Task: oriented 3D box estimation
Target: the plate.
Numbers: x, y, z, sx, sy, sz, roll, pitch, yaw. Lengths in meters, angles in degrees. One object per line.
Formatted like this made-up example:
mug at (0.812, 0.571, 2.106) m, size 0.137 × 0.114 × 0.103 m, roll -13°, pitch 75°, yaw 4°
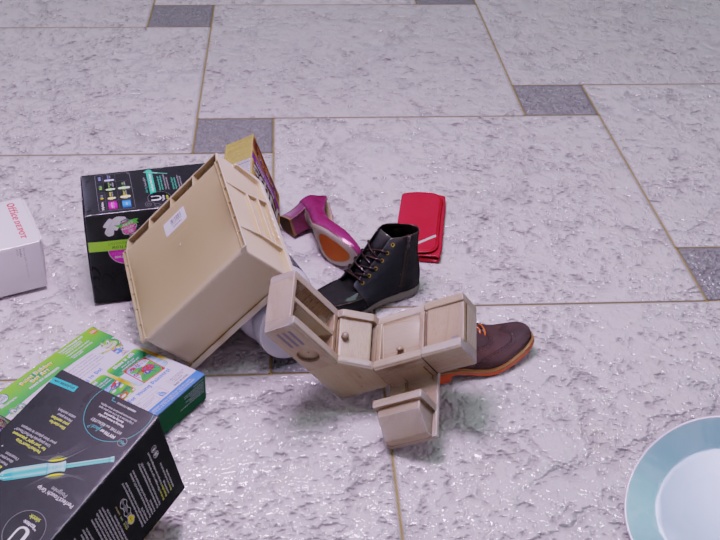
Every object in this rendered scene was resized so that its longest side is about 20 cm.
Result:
plate at (0.383, 0.252, 1.199) m, size 0.197 × 0.026 × 0.203 m, roll -20°, pitch 46°, yaw 22°

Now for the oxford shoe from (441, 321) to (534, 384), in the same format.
oxford shoe at (0.146, 0.095, 1.465) m, size 0.197 × 0.074 × 0.071 m, roll -15°, pitch 35°, yaw -24°

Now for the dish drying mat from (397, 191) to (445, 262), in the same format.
dish drying mat at (0.096, -0.074, 1.783) m, size 0.075 × 0.018 × 0.201 m, roll 3°, pitch 33°, yaw 5°

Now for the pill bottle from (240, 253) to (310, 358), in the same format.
pill bottle at (-0.132, 0.025, 1.525) m, size 0.114 × 0.118 × 0.200 m, roll -14°, pitch 35°, yaw -23°

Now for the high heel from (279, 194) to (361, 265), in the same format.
high heel at (-0.038, -0.069, 1.726) m, size 0.095 × 0.068 × 0.199 m, roll -31°, pitch 30°, yaw -25°

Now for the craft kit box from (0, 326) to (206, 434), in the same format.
craft kit box at (-0.326, 0.162, 1.372) m, size 0.195 × 0.049 × 0.200 m, roll 21°, pitch 37°, yaw 24°

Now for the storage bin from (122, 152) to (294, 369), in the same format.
storage bin at (-0.207, -0.016, 1.464) m, size 0.093 × 0.199 × 0.200 m, roll 31°, pitch 26°, yaw -42°

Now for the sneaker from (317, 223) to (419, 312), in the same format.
sneaker at (0.000, 0.000, 1.578) m, size 0.198 × 0.108 × 0.075 m, roll -22°, pitch 38°, yaw -32°

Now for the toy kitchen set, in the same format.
toy kitchen set at (0.014, 0.097, 1.316) m, size 0.197 × 0.180 × 0.165 m, roll -18°, pitch 49°, yaw 27°

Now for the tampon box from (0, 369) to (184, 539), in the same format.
tampon box at (-0.306, 0.234, 1.143) m, size 0.148 × 0.128 × 0.200 m, roll 20°, pitch 51°, yaw 28°

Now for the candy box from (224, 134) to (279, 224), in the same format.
candy box at (-0.168, -0.120, 1.725) m, size 0.056 × 0.118 × 0.201 m, roll -19°, pitch 26°, yaw 6°

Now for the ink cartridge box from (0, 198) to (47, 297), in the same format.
ink cartridge box at (-0.568, -0.021, 1.613) m, size 0.197 × 0.084 × 0.147 m, roll -14°, pitch 35°, yaw -22°

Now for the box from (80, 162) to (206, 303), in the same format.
box at (-0.300, -0.057, 1.617) m, size 0.196 × 0.151 × 0.125 m, roll -8°, pitch 34°, yaw -14°
